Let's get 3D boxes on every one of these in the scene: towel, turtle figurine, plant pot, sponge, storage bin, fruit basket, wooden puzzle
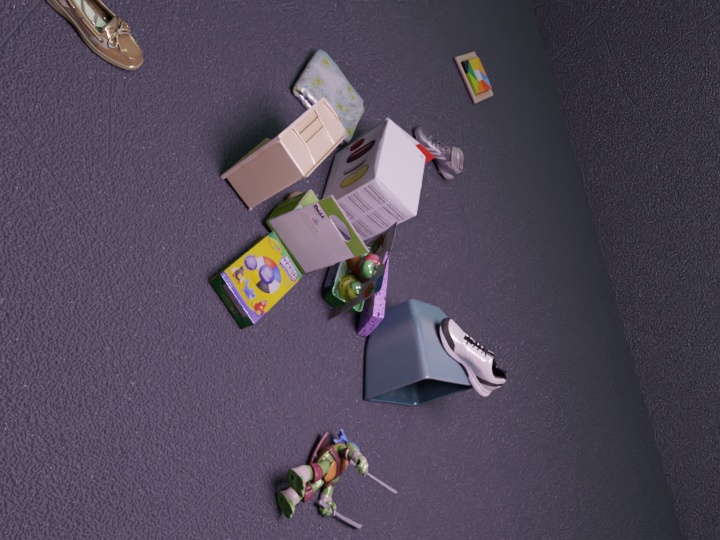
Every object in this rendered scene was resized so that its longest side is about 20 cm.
[{"bbox_3d":[-0.075,-0.447,1.432,0.200,0.047,0.174,44,46,-27],"label":"towel"},{"bbox_3d":[-0.046,0.409,1.037,0.190,0.142,0.206,-6,75,-44],"label":"turtle figurine"},{"bbox_3d":[0.127,0.186,1.291,0.193,0.193,0.206,17,56,-42],"label":"plant pot"},{"bbox_3d":[0.033,0.039,1.301,0.029,0.112,0.205,14,60,-13],"label":"sponge"},{"bbox_3d":[-0.153,-0.242,1.143,0.095,0.197,0.200,52,43,-18],"label":"storage bin"},{"bbox_3d":[0.000,0.000,1.216,0.092,0.199,0.189,28,53,-17],"label":"fruit basket"},{"bbox_3d":[0.448,-0.755,2.148,0.199,0.037,0.189,-34,100,-49],"label":"wooden puzzle"}]

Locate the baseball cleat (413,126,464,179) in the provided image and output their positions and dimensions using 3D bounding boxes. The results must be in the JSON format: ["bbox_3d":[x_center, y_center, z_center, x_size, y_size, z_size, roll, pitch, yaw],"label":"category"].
[{"bbox_3d":[0.254,-0.380,1.724,0.200,0.105,0.071,47,50,-21],"label":"baseball cleat"}]

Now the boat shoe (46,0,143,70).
[{"bbox_3d":[-0.468,-0.449,0.982,0.201,0.062,0.074,46,45,-24],"label":"boat shoe"}]

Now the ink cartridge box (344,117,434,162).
[{"bbox_3d":[0.077,-0.297,1.451,0.197,0.158,0.049,28,53,-37],"label":"ink cartridge box"}]

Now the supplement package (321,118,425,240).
[{"bbox_3d":[0.030,-0.211,1.333,0.146,0.197,0.196,36,49,-31],"label":"supplement package"}]

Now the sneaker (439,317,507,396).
[{"bbox_3d":[0.251,0.181,1.227,0.201,0.079,0.074,51,37,-7],"label":"sneaker"}]

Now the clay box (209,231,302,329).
[{"bbox_3d":[-0.196,0.008,1.107,0.116,0.047,0.200,56,43,-14],"label":"clay box"}]

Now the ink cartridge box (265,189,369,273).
[{"bbox_3d":[-0.078,-0.090,1.153,0.149,0.196,0.077,55,42,-24],"label":"ink cartridge box"}]

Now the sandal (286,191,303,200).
[{"bbox_3d":[-0.089,-0.111,1.270,0.200,0.053,0.082,45,46,-26],"label":"sandal"}]
